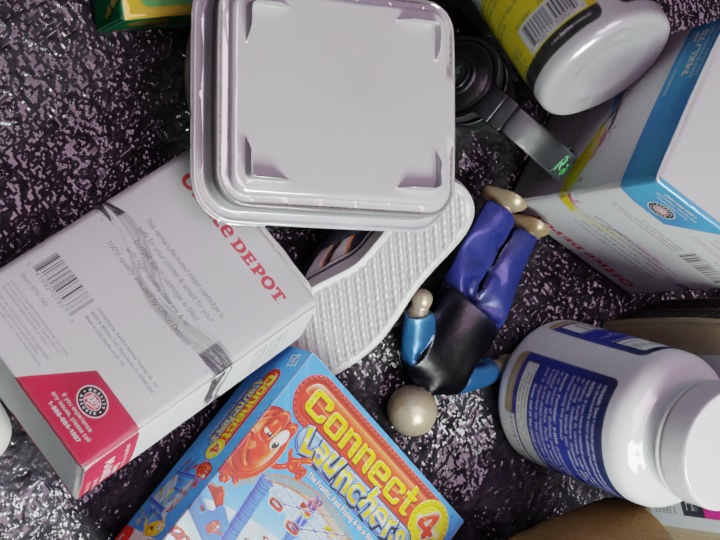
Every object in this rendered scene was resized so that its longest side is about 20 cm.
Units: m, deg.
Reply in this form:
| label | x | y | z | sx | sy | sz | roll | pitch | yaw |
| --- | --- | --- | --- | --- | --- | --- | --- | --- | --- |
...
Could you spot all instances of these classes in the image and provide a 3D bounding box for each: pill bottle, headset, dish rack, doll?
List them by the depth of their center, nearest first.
| label | x | y | z | sx | sy | sz | roll | pitch | yaw |
| --- | --- | --- | --- | --- | --- | --- | --- | --- | --- |
| dish rack | -0.017 | -0.116 | 1.125 | 0.198 | 0.043 | 0.174 | 2 | 84 | -27 |
| pill bottle | 0.136 | -0.228 | 1.246 | 0.113 | 0.115 | 0.201 | -18 | 66 | -26 |
| pill bottle | 0.208 | 0.112 | 1.251 | 0.119 | 0.199 | 0.121 | -7 | 103 | -32 |
| headset | 0.091 | -0.153 | 1.256 | 0.200 | 0.123 | 0.094 | 40 | 97 | 4 |
| doll | 0.082 | 0.041 | 1.282 | 0.136 | 0.048 | 0.201 | 43 | 71 | -42 |

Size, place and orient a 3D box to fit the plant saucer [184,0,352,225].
| label | x | y | z | sx | sy | sz | roll | pitch | yaw |
| --- | --- | --- | --- | --- | --- | --- | --- | --- | --- |
| plant saucer | -0.040 | -0.130 | 1.170 | 0.198 | 0.050 | 0.202 | 2 | 86 | -30 |

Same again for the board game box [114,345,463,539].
| label | x | y | z | sx | sy | sz | roll | pitch | yaw |
| --- | --- | --- | --- | --- | --- | --- | --- | --- | --- |
| board game box | -0.049 | 0.192 | 1.189 | 0.196 | 0.056 | 0.200 | -51 | 119 | -18 |

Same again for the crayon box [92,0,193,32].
| label | x | y | z | sx | sy | sz | roll | pitch | yaw |
| --- | --- | --- | --- | --- | --- | --- | --- | --- | --- |
| crayon box | -0.099 | -0.243 | 1.197 | 0.198 | 0.058 | 0.120 | -9 | 92 | -27 |

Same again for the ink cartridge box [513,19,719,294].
| label | x | y | z | sx | sy | sz | roll | pitch | yaw |
| --- | --- | --- | --- | --- | --- | --- | --- | --- | --- |
| ink cartridge box | 0.247 | -0.082 | 1.287 | 0.146 | 0.200 | 0.147 | 34 | 73 | -22 |

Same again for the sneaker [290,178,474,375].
| label | x | y | z | sx | sy | sz | roll | pitch | yaw |
| --- | --- | --- | --- | --- | --- | --- | --- | --- | --- |
| sneaker | 0.000 | 0.000 | 1.235 | 0.200 | 0.079 | 0.078 | -44 | 117 | 5 |

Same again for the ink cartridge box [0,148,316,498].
| label | x | y | z | sx | sy | sz | roll | pitch | yaw |
| --- | --- | --- | --- | --- | --- | --- | --- | --- | --- |
| ink cartridge box | -0.151 | 0.033 | 1.120 | 0.199 | 0.083 | 0.146 | -35 | 78 | -24 |

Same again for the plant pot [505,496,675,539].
| label | x | y | z | sx | sy | sz | roll | pitch | yaw |
| --- | --- | --- | --- | --- | --- | --- | --- | --- | --- |
| plant pot | 0.122 | 0.277 | 1.218 | 0.198 | 0.186 | 0.188 | -6 | 91 | -27 |

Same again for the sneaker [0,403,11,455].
| label | x | y | z | sx | sy | sz | roll | pitch | yaw |
| --- | --- | --- | --- | --- | --- | --- | --- | --- | --- |
| sneaker | -0.304 | 0.064 | 1.068 | 0.200 | 0.084 | 0.073 | 42 | 69 | -21 |

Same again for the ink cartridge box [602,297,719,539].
| label | x | y | z | sx | sy | sz | roll | pitch | yaw |
| --- | --- | --- | --- | --- | --- | --- | --- | --- | --- |
| ink cartridge box | 0.289 | 0.126 | 1.321 | 0.075 | 0.164 | 0.202 | -17 | 95 | -27 |
